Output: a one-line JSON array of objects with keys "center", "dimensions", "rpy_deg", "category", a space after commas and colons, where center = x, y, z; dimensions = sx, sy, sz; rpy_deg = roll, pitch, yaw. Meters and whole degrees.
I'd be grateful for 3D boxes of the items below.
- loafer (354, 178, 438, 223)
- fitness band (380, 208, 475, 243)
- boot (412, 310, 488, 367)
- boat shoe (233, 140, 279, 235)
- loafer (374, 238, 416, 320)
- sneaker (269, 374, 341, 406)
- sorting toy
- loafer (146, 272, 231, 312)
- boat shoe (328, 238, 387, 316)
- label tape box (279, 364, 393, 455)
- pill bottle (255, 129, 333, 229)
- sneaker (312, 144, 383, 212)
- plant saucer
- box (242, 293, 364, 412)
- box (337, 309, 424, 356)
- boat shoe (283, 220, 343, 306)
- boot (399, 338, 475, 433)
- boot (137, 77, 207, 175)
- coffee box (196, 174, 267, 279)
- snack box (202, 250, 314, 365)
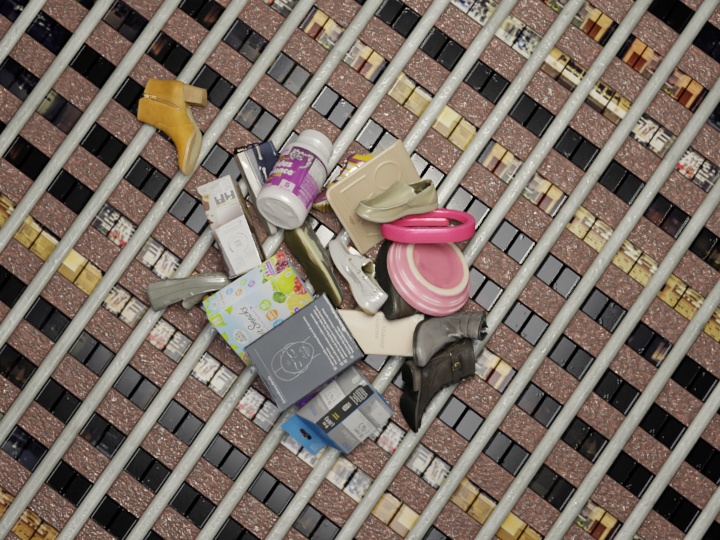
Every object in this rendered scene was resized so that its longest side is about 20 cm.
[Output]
[{"center": [0.075, -0.149, 1.538], "dimensions": [0.197, 0.075, 0.070], "rpy_deg": [-15, 119, -29], "category": "loafer"}, {"center": [0.140, -0.094, 1.538], "dimensions": [0.196, 0.144, 0.038], "rpy_deg": [-2, 109, 0], "category": "fitness band"}, {"center": [0.186, 0.129, 1.512], "dimensions": [0.129, 0.201, 0.071], "rpy_deg": [2, 120, 23], "category": "boot"}, {"center": [-0.197, -0.185, 1.610], "dimensions": [0.091, 0.074, 0.203], "rpy_deg": [-24, 98, -18], "category": "boat shoe"}, {"center": [0.078, 0.020, 1.577], "dimensions": [0.070, 0.073, 0.203], "rpy_deg": [11, 56, -23], "category": "loafer"}, {"center": [-0.111, 0.247, 1.588], "dimensions": [0.196, 0.081, 0.090], "rpy_deg": [1, 96, 2], "category": "sneaker"}, {"center": [0.040, -0.156, 1.581], "dimensions": [0.199, 0.037, 0.186], "rpy_deg": [-36, 128, -4], "category": "sorting toy"}, {"center": [-0.364, 0.046, 1.591], "dimensions": [0.196, 0.070, 0.071], "rpy_deg": [-9, 96, 18], "category": "loafer"}, {"center": [0.000, 0.000, 1.568], "dimensions": [0.069, 0.070, 0.201], "rpy_deg": [-41, 60, 16], "category": "boat shoe"}, {"center": [-0.046, 0.312, 1.549], "dimensions": [0.199, 0.063, 0.145], "rpy_deg": [-40, 131, -2], "category": "label tape box"}, {"center": [-0.132, -0.196, 1.561], "dimensions": [0.111, 0.113, 0.202], "rpy_deg": [24, 60, 1], "category": "pill bottle"}, {"center": [-0.025, -0.200, 1.612], "dimensions": [0.197, 0.075, 0.091], "rpy_deg": [-25, 80, -8], "category": "sneaker"}, {"center": [0.152, -0.004, 1.552], "dimensions": [0.197, 0.051, 0.204], "rpy_deg": [15, 54, -21], "category": "plant saucer"}, {"center": [-0.110, 0.163, 1.495], "dimensions": [0.198, 0.107, 0.150], "rpy_deg": [-33, 86, -1], "category": "box"}, {"center": [0.035, 0.134, 1.588], "dimensions": [0.196, 0.078, 0.097], "rpy_deg": [1, 86, 0], "category": "box"}, {"center": [-0.088, -0.020, 1.601], "dimensions": [0.066, 0.071, 0.203], "rpy_deg": [-36, 95, -35], "category": "boat shoe"}, {"center": [0.173, 0.243, 1.578], "dimensions": [0.171, 0.069, 0.203], "rpy_deg": [-16, 125, -24], "category": "boot"}, {"center": [-0.419, -0.315, 1.621], "dimensions": [0.141, 0.071, 0.206], "rpy_deg": [8, 84, 7], "category": "boot"}, {"center": [-0.269, -0.088, 1.582], "dimensions": [0.079, 0.113, 0.203], "rpy_deg": [-21, 87, 0], "category": "coffee box"}, {"center": [-0.201, 0.081, 1.551], "dimensions": [0.198, 0.068, 0.170], "rpy_deg": [-32, 132, 0], "category": "snack box"}]
